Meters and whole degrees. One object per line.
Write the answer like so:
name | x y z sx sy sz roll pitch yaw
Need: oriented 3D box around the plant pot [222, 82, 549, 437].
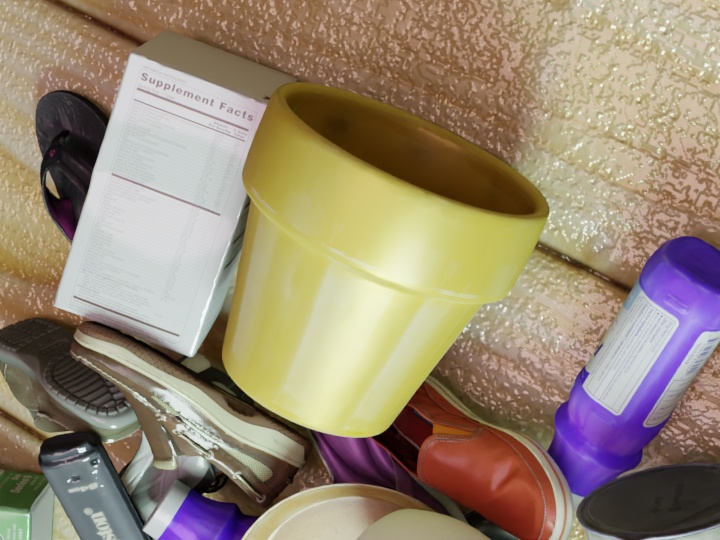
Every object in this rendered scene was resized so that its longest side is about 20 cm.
plant pot | 0.000 0.000 0.927 0.200 0.201 0.189 29 109 16

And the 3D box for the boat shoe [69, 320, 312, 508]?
boat shoe | -0.133 0.114 1.019 0.202 0.075 0.075 32 86 -16

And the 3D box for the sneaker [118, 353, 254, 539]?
sneaker | -0.148 0.166 1.109 0.079 0.074 0.200 28 111 11

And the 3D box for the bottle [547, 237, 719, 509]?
bottle | 0.183 0.074 0.922 0.065 0.083 0.200 36 121 16

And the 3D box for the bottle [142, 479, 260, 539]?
bottle | -0.074 0.236 1.066 0.200 0.065 0.084 35 112 -4

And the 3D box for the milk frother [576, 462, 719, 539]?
milk frother | 0.182 0.230 0.911 0.199 0.180 0.189 -10 100 20

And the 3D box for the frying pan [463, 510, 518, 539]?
frying pan | 0.097 0.269 1.045 0.115 0.031 0.190 24 108 21

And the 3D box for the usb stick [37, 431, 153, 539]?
usb stick | -0.192 0.209 1.077 0.055 0.033 0.200 -10 121 15

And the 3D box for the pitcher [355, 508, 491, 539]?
pitcher | 0.078 0.264 0.908 0.200 0.121 0.172 40 155 35

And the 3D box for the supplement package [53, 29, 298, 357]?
supplement package | -0.133 -0.059 1.015 0.113 0.110 0.200 21 109 -1

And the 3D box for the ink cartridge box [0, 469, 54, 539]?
ink cartridge box | -0.373 0.245 1.187 0.199 0.088 0.146 6 105 1

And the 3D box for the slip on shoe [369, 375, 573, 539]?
slip on shoe | 0.070 0.134 0.965 0.200 0.061 0.074 34 125 42

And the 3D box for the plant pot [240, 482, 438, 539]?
plant pot | -0.001 0.246 1.008 0.199 0.027 0.201 2 103 9

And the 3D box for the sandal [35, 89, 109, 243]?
sandal | -0.219 -0.048 1.106 0.075 0.048 0.201 -13 96 26

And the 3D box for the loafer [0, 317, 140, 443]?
loafer | -0.231 0.097 1.114 0.200 0.075 0.070 24 131 49

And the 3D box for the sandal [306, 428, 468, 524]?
sandal | 0.011 0.172 1.036 0.082 0.050 0.203 -47 71 28
